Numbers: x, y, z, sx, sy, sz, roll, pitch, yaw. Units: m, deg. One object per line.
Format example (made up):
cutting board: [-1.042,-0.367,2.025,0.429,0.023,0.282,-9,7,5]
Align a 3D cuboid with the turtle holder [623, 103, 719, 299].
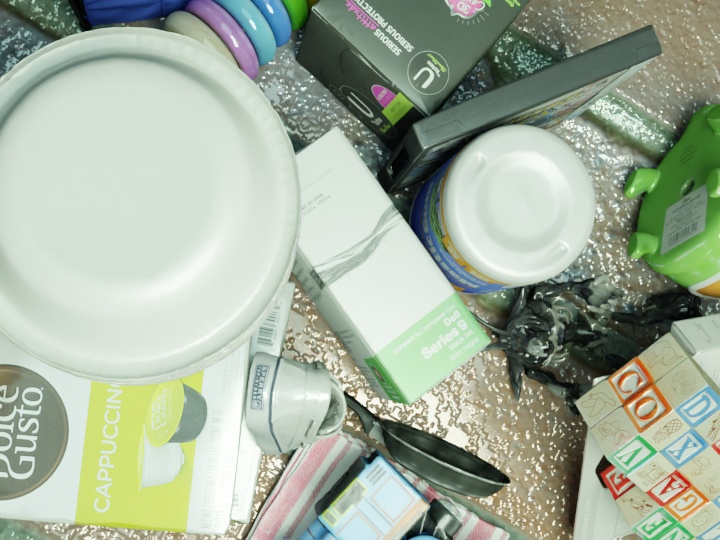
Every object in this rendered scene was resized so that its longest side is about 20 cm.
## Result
turtle holder: [0.311,-0.056,0.864,0.131,0.186,0.141,29,116,-15]

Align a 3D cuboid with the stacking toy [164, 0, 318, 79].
stacking toy: [-0.068,-0.237,0.847,0.085,0.085,0.200,46,76,-2]

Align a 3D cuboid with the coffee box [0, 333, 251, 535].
coffee box: [-0.177,0.066,0.705,0.195,0.200,0.203,6,82,-6]

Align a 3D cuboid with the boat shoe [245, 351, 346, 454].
boat shoe: [-0.043,0.105,0.754,0.064,0.200,0.075,6,82,3]

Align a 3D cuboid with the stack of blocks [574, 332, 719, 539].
stack of blocks: [0.244,0.147,0.758,0.115,0.059,0.200,-40,127,13]

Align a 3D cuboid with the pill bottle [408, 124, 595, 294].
pill bottle: [0.098,-0.039,0.787,0.110,0.200,0.114,1,85,-8]

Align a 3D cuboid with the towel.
towel: [0.011,0.236,0.840,0.199,0.030,0.147,32,83,-4]

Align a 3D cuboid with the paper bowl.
paper bowl: [-0.131,-0.038,0.571,0.198,0.104,0.204,1,81,-7]

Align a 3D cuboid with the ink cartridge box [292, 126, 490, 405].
ink cartridge box: [0.000,0.000,0.798,0.084,0.146,0.201,-36,91,-8]

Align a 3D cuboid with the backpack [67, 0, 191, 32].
backpack: [-0.170,-0.303,0.773,0.166,0.200,0.164,-17,87,-9]

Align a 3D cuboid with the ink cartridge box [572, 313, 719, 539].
ink cartridge box: [0.251,0.130,0.814,0.174,0.045,0.202,-10,127,-10]

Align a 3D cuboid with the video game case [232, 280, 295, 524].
video game case: [-0.159,0.090,0.824,0.179,0.036,0.203,11,84,-7]

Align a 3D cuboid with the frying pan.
frying pan: [0.032,0.137,0.809,0.188,0.115,0.031,23,91,-5]

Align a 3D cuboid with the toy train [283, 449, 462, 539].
toy train: [-0.012,0.240,0.786,0.114,0.087,0.200,43,86,5]

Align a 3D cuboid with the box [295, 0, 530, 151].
box: [0.059,-0.221,0.823,0.124,0.148,0.200,42,81,-4]

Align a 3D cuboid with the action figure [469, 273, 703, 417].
action figure: [0.194,0.057,0.844,0.197,0.102,0.121,-1,97,-9]

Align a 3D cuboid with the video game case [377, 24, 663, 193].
video game case: [0.118,-0.122,0.806,0.198,0.181,0.026,-24,88,-9]
